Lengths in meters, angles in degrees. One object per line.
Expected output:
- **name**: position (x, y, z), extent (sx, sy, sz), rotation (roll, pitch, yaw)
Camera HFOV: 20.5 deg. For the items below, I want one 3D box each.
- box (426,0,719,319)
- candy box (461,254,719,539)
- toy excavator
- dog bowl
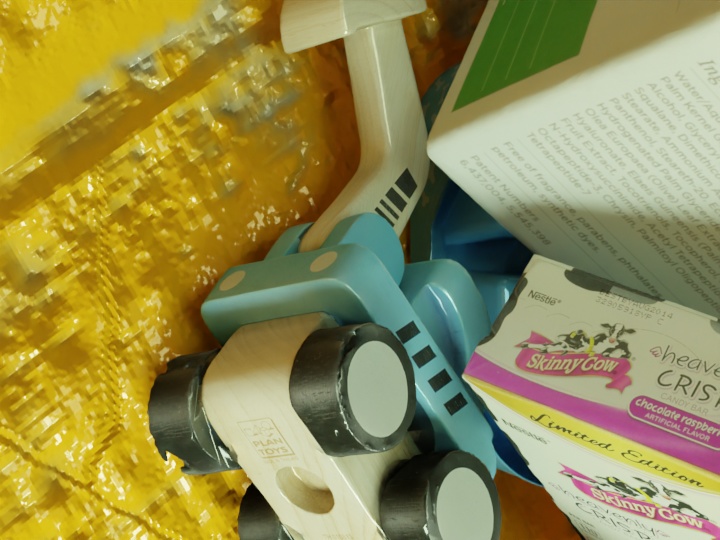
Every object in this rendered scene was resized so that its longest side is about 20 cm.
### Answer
- **box**: position (0.172, -0.084, 0.813), extent (0.200, 0.171, 0.199), rotation (41, 54, -25)
- **candy box**: position (0.139, 0.086, 0.790), extent (0.061, 0.136, 0.200), rotation (-57, 143, -17)
- **toy excavator**: position (0.000, 0.000, 0.799), extent (0.195, 0.100, 0.200), rotation (57, 43, -24)
- **dog bowl**: position (0.071, -0.005, 0.874), extent (0.111, 0.050, 0.200), rotation (1, 86, -39)
